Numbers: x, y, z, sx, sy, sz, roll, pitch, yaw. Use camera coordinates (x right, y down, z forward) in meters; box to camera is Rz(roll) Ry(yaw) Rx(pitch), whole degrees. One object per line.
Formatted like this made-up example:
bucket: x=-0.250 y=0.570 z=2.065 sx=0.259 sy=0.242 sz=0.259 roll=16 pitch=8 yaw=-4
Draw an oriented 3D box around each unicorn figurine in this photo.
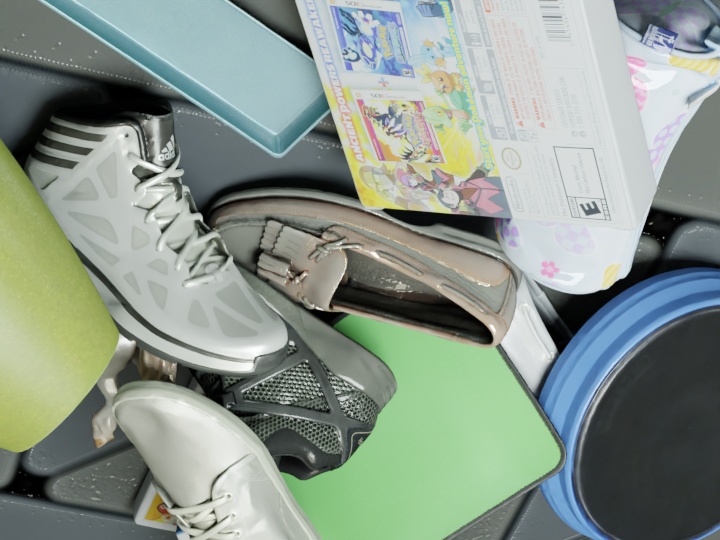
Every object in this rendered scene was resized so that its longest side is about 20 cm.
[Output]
unicorn figurine: x=-0.187 y=0.033 z=1.538 sx=0.199 sy=0.074 sz=0.138 roll=11 pitch=131 yaw=22

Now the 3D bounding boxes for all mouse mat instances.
mouse mat: x=0.012 y=0.107 z=1.594 sx=0.200 sy=0.008 sz=0.161 roll=-33 pitch=88 yaw=12

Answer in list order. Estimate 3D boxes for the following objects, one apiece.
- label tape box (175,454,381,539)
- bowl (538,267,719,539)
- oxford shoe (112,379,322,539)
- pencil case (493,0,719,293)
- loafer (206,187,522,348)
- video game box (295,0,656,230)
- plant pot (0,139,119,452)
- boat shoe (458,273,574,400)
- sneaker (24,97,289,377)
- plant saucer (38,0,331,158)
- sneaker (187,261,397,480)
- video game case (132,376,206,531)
label tape box: x=-0.017 y=0.219 z=1.676 sx=0.143 sy=0.066 sz=0.201 roll=-21 pitch=109 yaw=12
bowl: x=0.206 y=0.096 z=1.628 sx=0.200 sy=0.039 sz=0.201 roll=-14 pitch=122 yaw=-23
oxford shoe: x=-0.083 y=0.141 z=1.493 sx=0.075 sy=0.058 sz=0.200 roll=-9 pitch=131 yaw=33
pencil case: x=0.151 y=-0.080 z=1.489 sx=0.090 sy=0.083 sz=0.200 roll=20 pitch=128 yaw=-4
loafer: x=0.000 y=0.000 z=1.531 sx=0.199 sy=0.063 sz=0.072 roll=11 pitch=139 yaw=0
video game box: x=0.062 y=-0.117 z=1.411 sx=0.181 sy=0.047 sz=0.201 roll=4 pitch=132 yaw=27
plant pot: x=-0.239 y=0.004 z=1.412 sx=0.200 sy=0.187 sz=0.187 roll=42 pitch=116 yaw=-16
boat shoe: x=0.135 y=0.071 z=1.637 sx=0.068 sy=0.072 sz=0.200 roll=-28 pitch=119 yaw=20
sneaker: x=-0.116 y=-0.027 z=1.459 sx=0.200 sy=0.076 sz=0.116 roll=33 pitch=124 yaw=16
plant saucer: x=-0.099 y=-0.139 z=1.451 sx=0.200 sy=0.019 sz=0.070 roll=32 pitch=120 yaw=-31
sneaker: x=-0.085 y=0.062 z=1.539 sx=0.199 sy=0.114 sz=0.076 roll=34 pitch=157 yaw=-6
video game case: x=-0.037 y=0.115 z=1.679 sx=0.181 sy=0.023 sz=0.200 roll=13 pitch=129 yaw=-18
